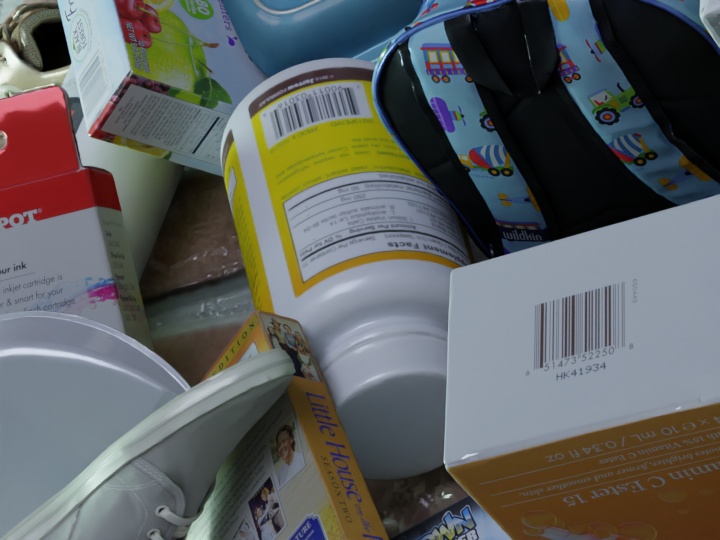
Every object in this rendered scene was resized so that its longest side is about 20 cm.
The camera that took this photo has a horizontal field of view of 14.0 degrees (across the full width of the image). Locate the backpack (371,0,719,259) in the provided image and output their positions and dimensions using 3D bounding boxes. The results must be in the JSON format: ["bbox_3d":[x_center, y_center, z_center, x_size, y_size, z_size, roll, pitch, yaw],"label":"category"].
[{"bbox_3d":[0.104,-0.092,1.345,0.182,0.200,0.135,-13,52,28],"label":"backpack"}]

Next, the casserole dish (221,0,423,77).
[{"bbox_3d":[-0.027,-0.182,1.507,0.121,0.039,0.201,-27,53,4],"label":"casserole dish"}]

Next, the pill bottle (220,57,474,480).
[{"bbox_3d":[0.000,0.000,1.412,0.109,0.109,0.201,-28,47,14],"label":"pill bottle"}]

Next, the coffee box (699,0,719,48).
[{"bbox_3d":[0.274,-0.159,1.279,0.199,0.198,0.201,-13,54,25],"label":"coffee box"}]

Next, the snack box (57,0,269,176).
[{"bbox_3d":[-0.088,-0.135,1.548,0.053,0.142,0.201,-51,38,32],"label":"snack box"}]

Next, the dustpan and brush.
[{"bbox_3d":[-0.177,0.058,1.381,0.200,0.057,0.140,34,109,4],"label":"dustpan and brush"}]

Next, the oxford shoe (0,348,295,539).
[{"bbox_3d":[-0.097,0.107,1.296,0.200,0.075,0.058,-42,76,16],"label":"oxford shoe"}]

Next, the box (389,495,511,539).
[{"bbox_3d":[0.000,0.188,1.324,0.199,0.035,0.110,-30,47,12],"label":"box"}]

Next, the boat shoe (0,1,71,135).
[{"bbox_3d":[-0.175,-0.125,1.657,0.199,0.065,0.072,-4,56,32],"label":"boat shoe"}]

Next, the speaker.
[{"bbox_3d":[-0.148,-0.019,1.550,0.081,0.081,0.201,2,60,35],"label":"speaker"}]

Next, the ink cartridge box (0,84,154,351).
[{"bbox_3d":[-0.168,0.021,1.438,0.115,0.067,0.201,-13,87,7],"label":"ink cartridge box"}]

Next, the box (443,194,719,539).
[{"bbox_3d":[0.133,0.075,1.199,0.124,0.200,0.098,-16,50,25],"label":"box"}]

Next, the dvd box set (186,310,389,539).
[{"bbox_3d":[-0.045,0.138,1.302,0.147,0.029,0.200,-53,41,28],"label":"dvd box set"}]
